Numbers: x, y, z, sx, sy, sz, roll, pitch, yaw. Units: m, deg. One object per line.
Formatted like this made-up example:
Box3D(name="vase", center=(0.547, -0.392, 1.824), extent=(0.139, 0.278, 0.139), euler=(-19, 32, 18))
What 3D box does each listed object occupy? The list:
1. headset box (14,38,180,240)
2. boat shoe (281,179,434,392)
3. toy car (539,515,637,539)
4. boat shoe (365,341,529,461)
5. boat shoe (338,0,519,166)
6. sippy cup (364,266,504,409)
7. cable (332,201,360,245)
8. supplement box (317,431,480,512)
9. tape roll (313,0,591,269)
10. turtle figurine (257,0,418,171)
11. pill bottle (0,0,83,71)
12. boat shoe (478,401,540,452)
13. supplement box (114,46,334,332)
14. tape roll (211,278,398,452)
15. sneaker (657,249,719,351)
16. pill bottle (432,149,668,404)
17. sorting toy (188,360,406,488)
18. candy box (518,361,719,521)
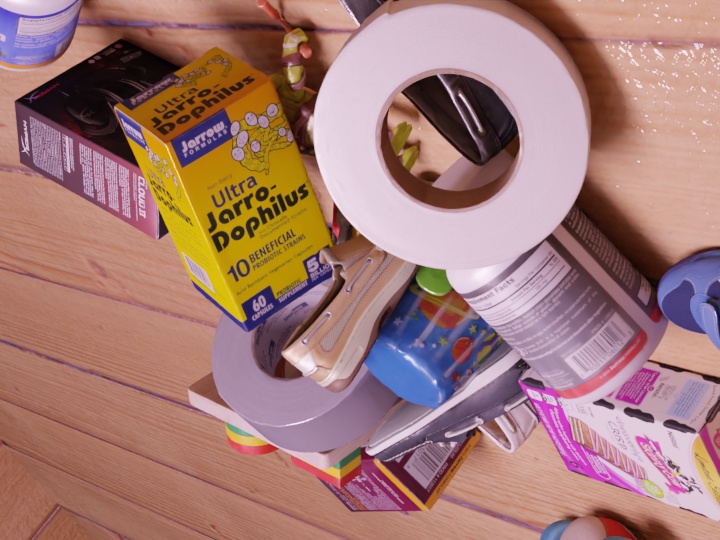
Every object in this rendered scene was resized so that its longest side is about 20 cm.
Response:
Box3D(name="headset box", center=(-0.201, -0.123, 1.417), extent=(0.199, 0.149, 0.078), euler=(28, 135, 26))
Box3D(name="boat shoe", center=(0.000, 0.000, 1.285), extent=(0.076, 0.201, 0.072), euler=(32, 166, -13))
Box3D(name="toy car", center=(0.301, 0.364, 1.612), extent=(0.198, 0.179, 0.184), euler=(13, 174, -12))
Box3D(name="boat shoe", center=(0.093, 0.136, 1.447), extent=(0.199, 0.076, 0.060), euler=(-35, 105, 26))
Box3D(name="boat shoe", center=(0.041, -0.160, 1.108), extent=(0.200, 0.071, 0.072), euler=(42, 157, -3))
Box3D(name="sippy cup", center=(0.069, 0.047, 1.362), extent=(0.139, 0.131, 0.178), euler=(11, 145, 48))
Box3D(name="cable", center=(-0.020, 0.002, 1.364), extent=(0.050, 0.202, 0.097), euler=(21, 168, -24))
Box3D(name="supplement box", center=(0.034, 0.206, 1.721), extent=(0.086, 0.111, 0.200), euler=(45, 156, -13))
Box3D(name="tape roll", center=(0.065, -0.099, 1.078), extent=(0.200, 0.037, 0.205), euler=(4, 117, 9))
Box3D(name="turtle figurine", center=(-0.033, -0.133, 1.274), extent=(0.160, 0.065, 0.201), euler=(30, 155, 21))
Box3D(name="pill bottle", center=(-0.302, -0.269, 1.369), extent=(0.112, 0.112, 0.200), euler=(40, 157, -2))
Box3D(name="boat shoe", center=(0.091, 0.105, 1.509), extent=(0.200, 0.070, 0.071), euler=(40, 157, -3))
Box3D(name="supplement box", center=(-0.111, -0.069, 1.297), extent=(0.109, 0.108, 0.201), euler=(34, 152, 51))
Box3D(name="tape roll", center=(-0.046, 0.072, 1.478), extent=(0.199, 0.202, 0.066), euler=(19, 163, 39))
Box3D(name="sneaker", center=(0.288, 0.041, 1.093), extent=(0.199, 0.082, 0.074), euler=(12, 147, 50))
Box3D(name="pill bottle", center=(0.140, 0.000, 1.193), extent=(0.200, 0.116, 0.116), euler=(45, 156, -12))
Box3D(name="sorting toy", center=(-0.043, 0.140, 1.591), extent=(0.197, 0.199, 0.070), euler=(21, 127, 36))
Box3D(name="candy box", center=(0.253, 0.143, 1.350), extent=(0.199, 0.061, 0.137), euler=(13, 145, 45))
